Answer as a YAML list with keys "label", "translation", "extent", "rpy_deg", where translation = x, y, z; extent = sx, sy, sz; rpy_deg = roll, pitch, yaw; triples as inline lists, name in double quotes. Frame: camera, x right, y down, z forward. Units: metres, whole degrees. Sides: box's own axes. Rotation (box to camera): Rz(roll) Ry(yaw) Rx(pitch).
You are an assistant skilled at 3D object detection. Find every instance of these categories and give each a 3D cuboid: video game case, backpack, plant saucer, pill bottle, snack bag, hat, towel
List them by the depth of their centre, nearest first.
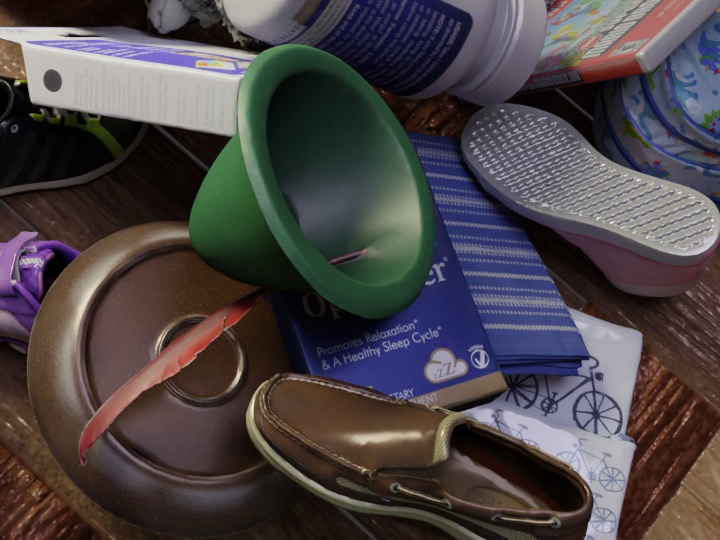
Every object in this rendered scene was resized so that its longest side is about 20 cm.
- label: "hat"
  translation: [-0.077, -0.019, 0.894]
  extent: [0.200, 0.175, 0.167]
  rpy_deg: [-24, 88, -58]
- label: "plant saucer"
  translation: [-0.098, 0.058, 0.915]
  extent: [0.198, 0.032, 0.202]
  rpy_deg: [8, 66, -19]
- label: "pill bottle"
  translation: [0.021, -0.181, 0.995]
  extent: [0.199, 0.119, 0.121]
  rpy_deg: [18, 57, -33]
- label: "snack bag"
  translation: [0.102, 0.094, 1.040]
  extent: [0.187, 0.021, 0.201]
  rpy_deg: [21, 60, -4]
- label: "towel"
  translation: [0.068, -0.013, 1.043]
  extent: [0.144, 0.024, 0.201]
  rpy_deg: [3, 51, -42]
- label: "video game case"
  translation: [0.175, -0.175, 1.106]
  extent: [0.143, 0.199, 0.018]
  rpy_deg: [-43, 111, -28]
- label: "backpack"
  translation: [0.274, -0.118, 1.137]
  extent: [0.198, 0.154, 0.165]
  rpy_deg: [4, 70, 1]

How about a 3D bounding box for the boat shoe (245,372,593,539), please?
- label: "boat shoe"
  translation: [0.037, 0.099, 0.842]
  extent: [0.200, 0.075, 0.075]
  rpy_deg: [22, 51, -3]

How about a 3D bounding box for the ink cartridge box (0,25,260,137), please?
- label: "ink cartridge box"
  translation: [-0.124, -0.127, 0.998]
  extent: [0.198, 0.044, 0.198]
  rpy_deg: [14, 13, 20]

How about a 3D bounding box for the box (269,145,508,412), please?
- label: "box"
  translation: [0.000, 0.000, 0.937]
  extent: [0.120, 0.032, 0.202]
  rpy_deg: [-15, 74, -21]

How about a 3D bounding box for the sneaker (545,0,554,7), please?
- label: "sneaker"
  translation: [0.111, -0.297, 1.221]
  extent: [0.080, 0.076, 0.202]
  rpy_deg: [9, 65, -23]

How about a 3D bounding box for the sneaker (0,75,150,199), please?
- label: "sneaker"
  translation: [-0.222, -0.094, 1.010]
  extent: [0.199, 0.083, 0.072]
  rpy_deg: [-25, 72, -29]

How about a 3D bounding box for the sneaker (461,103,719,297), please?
- label: "sneaker"
  translation: [0.162, -0.042, 1.094]
  extent: [0.199, 0.105, 0.076]
  rpy_deg: [27, 74, 18]

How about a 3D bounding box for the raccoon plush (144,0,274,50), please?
- label: "raccoon plush"
  translation: [-0.068, -0.231, 1.087]
  extent: [0.199, 0.097, 0.134]
  rpy_deg: [-32, 35, -20]

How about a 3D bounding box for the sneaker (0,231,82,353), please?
- label: "sneaker"
  translation: [-0.226, 0.009, 0.957]
  extent: [0.198, 0.089, 0.081]
  rpy_deg: [15, 62, -6]
